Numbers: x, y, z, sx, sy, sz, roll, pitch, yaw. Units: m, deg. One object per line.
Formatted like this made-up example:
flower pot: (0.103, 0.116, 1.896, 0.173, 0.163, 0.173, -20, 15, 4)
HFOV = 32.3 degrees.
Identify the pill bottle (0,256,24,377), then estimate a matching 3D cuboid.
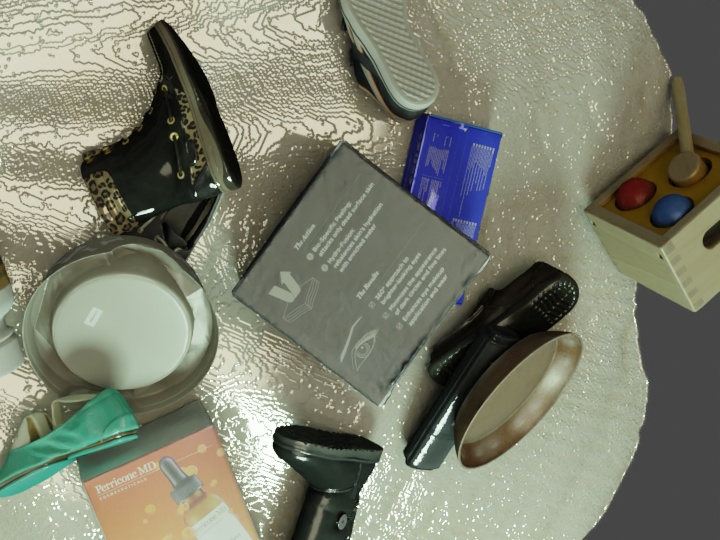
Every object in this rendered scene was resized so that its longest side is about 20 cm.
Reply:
pill bottle: (-0.410, 0.013, 1.239, 0.113, 0.114, 0.202, -20, 103, -13)

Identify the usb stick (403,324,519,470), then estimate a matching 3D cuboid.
usb stick: (0.114, 0.148, 1.420, 0.055, 0.033, 0.201, 16, 116, -31)

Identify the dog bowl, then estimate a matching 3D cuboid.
dog bowl: (-0.246, 0.053, 1.290, 0.198, 0.059, 0.202, -4, 121, -7)

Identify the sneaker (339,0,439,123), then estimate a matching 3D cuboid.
sneaker: (0.019, -0.253, 1.352, 0.078, 0.079, 0.202, -15, 78, -19)

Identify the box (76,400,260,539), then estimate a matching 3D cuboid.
box: (-0.200, 0.270, 1.343, 0.151, 0.106, 0.202, -23, 104, -12)

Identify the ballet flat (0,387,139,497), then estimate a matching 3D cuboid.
ballet flat: (-0.313, 0.173, 1.295, 0.199, 0.067, 0.071, -26, 78, 26)

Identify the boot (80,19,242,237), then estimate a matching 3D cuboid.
boot: (-0.220, -0.144, 1.285, 0.149, 0.073, 0.202, -26, 78, 10)

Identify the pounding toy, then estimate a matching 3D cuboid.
pounding toy: (0.374, -0.094, 1.433, 0.200, 0.184, 0.143, -40, 119, -7)

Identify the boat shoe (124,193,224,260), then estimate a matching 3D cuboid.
boat shoe: (-0.208, -0.038, 1.318, 0.072, 0.063, 0.201, 36, 87, -18)

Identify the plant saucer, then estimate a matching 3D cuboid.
plant saucer: (0.174, 0.141, 1.419, 0.200, 0.201, 0.034, -44, 63, -7)

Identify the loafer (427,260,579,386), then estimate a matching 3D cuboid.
loafer: (0.161, 0.062, 1.444, 0.199, 0.072, 0.073, -35, 127, 6)

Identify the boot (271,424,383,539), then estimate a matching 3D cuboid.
boot: (-0.062, 0.280, 1.383, 0.164, 0.065, 0.202, 17, 95, -45)

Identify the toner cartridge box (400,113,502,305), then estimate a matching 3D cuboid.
toner cartridge box: (0.090, -0.069, 1.411, 0.094, 0.043, 0.202, 12, 95, -19)

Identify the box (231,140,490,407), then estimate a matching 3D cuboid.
box: (0.000, 0.000, 1.326, 0.199, 0.117, 0.197, 37, 93, -3)
